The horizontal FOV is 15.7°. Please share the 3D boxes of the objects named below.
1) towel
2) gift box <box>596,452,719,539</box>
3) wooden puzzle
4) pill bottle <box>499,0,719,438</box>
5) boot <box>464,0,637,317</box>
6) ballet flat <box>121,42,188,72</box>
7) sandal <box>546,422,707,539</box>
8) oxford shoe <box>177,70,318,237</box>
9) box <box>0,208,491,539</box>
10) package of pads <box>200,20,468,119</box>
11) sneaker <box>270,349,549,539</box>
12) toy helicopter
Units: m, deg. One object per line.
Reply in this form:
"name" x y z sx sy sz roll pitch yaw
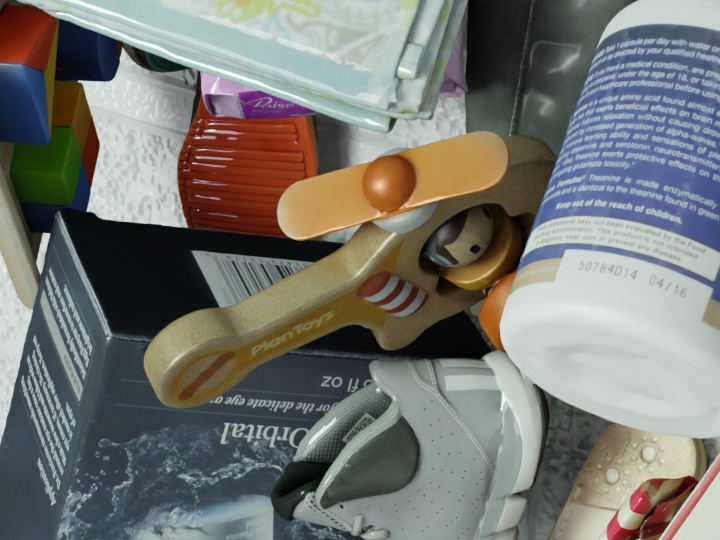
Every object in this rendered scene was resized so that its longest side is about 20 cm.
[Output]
"towel" -0.037 -0.166 1.120 0.199 0.048 0.172 19 84 10
"gift box" 0.189 0.162 1.089 0.187 0.184 0.201 44 120 19
"wooden puzzle" -0.149 -0.110 1.228 0.046 0.186 0.201 0 59 6
"pill bottle" 0.138 -0.043 1.072 0.110 0.111 0.201 4 64 37
"boot" 0.106 -0.064 1.179 0.181 0.072 0.201 28 111 30
"ballet flat" -0.088 -0.196 1.297 0.067 0.068 0.201 51 129 45
"sandal" 0.094 0.161 1.188 0.077 0.070 0.213 21 92 25
"oxford shoe" -0.050 -0.088 1.301 0.071 0.073 0.201 8 125 3
"box" -0.063 0.093 1.243 0.118 0.195 0.201 -121 42 -54
"package of pads" -0.017 -0.172 1.183 0.119 0.076 0.202 -3 83 0
"sneaker" 0.010 0.128 1.182 0.075 0.115 0.202 -133 50 -66
"toy helicopter" 0.000 0.000 1.100 0.079 0.199 0.133 58 167 27
